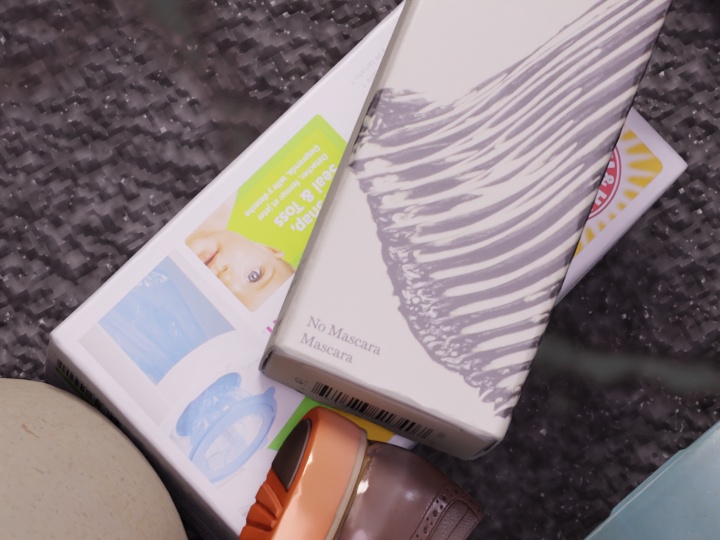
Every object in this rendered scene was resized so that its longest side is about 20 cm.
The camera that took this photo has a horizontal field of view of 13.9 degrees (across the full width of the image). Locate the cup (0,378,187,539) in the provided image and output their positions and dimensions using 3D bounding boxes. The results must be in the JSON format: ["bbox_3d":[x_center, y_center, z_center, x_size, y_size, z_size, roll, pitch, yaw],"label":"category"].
[{"bbox_3d":[-0.137,0.113,0.955,0.201,0.200,0.143,51,51,2],"label":"cup"}]

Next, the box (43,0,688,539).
[{"bbox_3d":[0.000,0.000,1.019,0.113,0.101,0.200,45,79,1],"label":"box"}]

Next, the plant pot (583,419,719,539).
[{"bbox_3d":[0.173,0.137,0.985,0.200,0.200,0.196,-38,79,-11],"label":"plant pot"}]

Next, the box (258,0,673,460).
[{"bbox_3d":[0.041,-0.047,0.944,0.082,0.068,0.201,21,80,-2],"label":"box"}]

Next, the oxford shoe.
[{"bbox_3d":[-0.022,0.147,0.915,0.073,0.071,0.201,24,84,-11],"label":"oxford shoe"}]
